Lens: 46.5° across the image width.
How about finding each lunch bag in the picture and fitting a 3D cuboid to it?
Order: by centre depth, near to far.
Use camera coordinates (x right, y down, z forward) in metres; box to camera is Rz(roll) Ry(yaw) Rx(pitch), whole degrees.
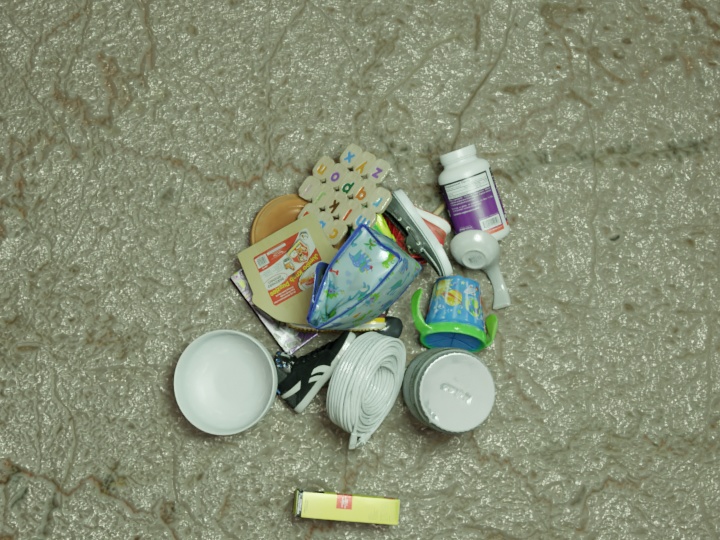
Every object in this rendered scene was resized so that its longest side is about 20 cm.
[{"bbox_3d":[-0.003,0.028,1.523,0.127,0.170,0.201,40,98,19],"label":"lunch bag"}]

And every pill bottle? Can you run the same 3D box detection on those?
[{"bbox_3d":[0.229,-0.152,1.730,0.112,0.112,0.202,-20,96,-12],"label":"pill bottle"}]

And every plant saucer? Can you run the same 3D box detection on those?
[{"bbox_3d":[-0.123,-0.065,1.702,0.198,0.037,0.202,5,72,-16],"label":"plant saucer"}]

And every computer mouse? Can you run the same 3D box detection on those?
[{"bbox_3d":[0.003,0.156,1.684,0.199,0.034,0.059,-32,124,-12],"label":"computer mouse"}]

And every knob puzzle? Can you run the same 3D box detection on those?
[{"bbox_3d":[-0.122,0.016,1.626,0.217,0.030,0.222,-2,81,13],"label":"knob puzzle"}]

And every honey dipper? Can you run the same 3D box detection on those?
[{"bbox_3d":[0.153,-0.110,1.771,0.038,0.038,0.200,45,73,2],"label":"honey dipper"}]

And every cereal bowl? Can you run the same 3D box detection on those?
[{"bbox_3d":[-0.251,0.214,1.609,0.198,0.083,0.202,-1,82,10],"label":"cereal bowl"}]

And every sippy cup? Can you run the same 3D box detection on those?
[{"bbox_3d":[0.191,0.086,1.694,0.138,0.178,0.132,-5,64,24],"label":"sippy cup"}]

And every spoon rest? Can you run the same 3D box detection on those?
[{"bbox_3d":[0.252,-0.010,1.714,0.099,0.201,0.061,-16,37,25],"label":"spoon rest"}]

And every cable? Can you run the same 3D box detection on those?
[{"bbox_3d":[0.014,0.217,1.610,0.069,0.202,0.200,19,36,30],"label":"cable"}]

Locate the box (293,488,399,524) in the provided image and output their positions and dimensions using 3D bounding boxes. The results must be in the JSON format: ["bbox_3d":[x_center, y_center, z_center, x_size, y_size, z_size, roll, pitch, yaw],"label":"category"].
[{"bbox_3d":[-0.028,0.455,1.611,0.198,0.075,0.051,7,77,-6],"label":"box"}]

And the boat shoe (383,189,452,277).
[{"bbox_3d":[0.108,-0.065,1.640,0.056,0.069,0.201,-32,79,-5],"label":"boat shoe"}]

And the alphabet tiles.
[{"bbox_3d":[-0.032,-0.150,1.658,0.199,0.015,0.196,32,86,33],"label":"alphabet tiles"}]

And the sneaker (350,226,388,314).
[{"bbox_3d":[0.000,0.000,1.708,0.090,0.076,0.202,-11,80,-7],"label":"sneaker"}]

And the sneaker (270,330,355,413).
[{"bbox_3d":[-0.105,0.174,1.619,0.112,0.073,0.201,37,106,-2],"label":"sneaker"}]

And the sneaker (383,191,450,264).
[{"bbox_3d":[0.075,-0.081,1.696,0.198,0.079,0.116,21,68,9],"label":"sneaker"}]

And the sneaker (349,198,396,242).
[{"bbox_3d":[0.025,-0.055,1.652,0.083,0.074,0.201,-28,70,9],"label":"sneaker"}]

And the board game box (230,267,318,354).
[{"bbox_3d":[-0.159,0.060,1.695,0.120,0.032,0.201,-36,86,-18],"label":"board game box"}]

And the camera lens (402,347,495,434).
[{"bbox_3d":[0.168,0.229,1.614,0.158,0.200,0.162,0,85,-5],"label":"camera lens"}]

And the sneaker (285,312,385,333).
[{"bbox_3d":[-0.049,0.077,1.652,0.198,0.075,0.091,0,82,-7],"label":"sneaker"}]
